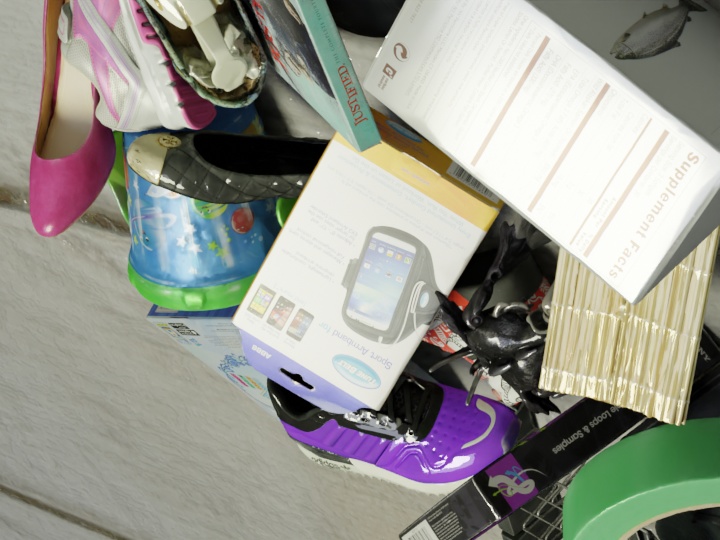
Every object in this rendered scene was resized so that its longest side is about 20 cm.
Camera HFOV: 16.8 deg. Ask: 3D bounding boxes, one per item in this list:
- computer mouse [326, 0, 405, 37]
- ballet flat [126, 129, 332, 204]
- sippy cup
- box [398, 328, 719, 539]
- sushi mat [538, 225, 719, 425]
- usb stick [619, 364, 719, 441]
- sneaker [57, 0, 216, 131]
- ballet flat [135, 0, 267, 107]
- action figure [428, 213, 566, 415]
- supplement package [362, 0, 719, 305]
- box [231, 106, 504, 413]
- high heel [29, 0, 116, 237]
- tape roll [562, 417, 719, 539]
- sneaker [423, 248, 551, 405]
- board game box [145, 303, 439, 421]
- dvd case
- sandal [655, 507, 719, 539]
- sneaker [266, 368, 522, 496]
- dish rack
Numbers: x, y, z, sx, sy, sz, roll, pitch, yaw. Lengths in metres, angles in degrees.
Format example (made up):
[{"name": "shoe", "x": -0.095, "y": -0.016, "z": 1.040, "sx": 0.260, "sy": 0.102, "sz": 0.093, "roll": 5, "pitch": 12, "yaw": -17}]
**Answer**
[{"name": "computer mouse", "x": -0.026, "y": -0.218, "z": 1.491, "sx": 0.138, "sy": 0.053, "sz": 0.201, "roll": 13, "pitch": 138, "yaw": 45}, {"name": "ballet flat", "x": -0.058, "y": -0.078, "z": 1.646, "sx": 0.199, "sy": 0.067, "sz": 0.057, "roll": 4, "pitch": 130, "yaw": -2}, {"name": "sippy cup", "x": -0.113, "y": -0.061, "z": 1.754, "sx": 0.177, "sy": 0.140, "sz": 0.131, "roll": -4, "pitch": 123, "yaw": 11}, {"name": "box", "x": 0.129, "y": 0.114, "z": 1.568, "sx": 0.036, "sy": 0.199, "sz": 0.143, "roll": 56, "pitch": 153, "yaw": 7}, {"name": "sushi mat", "x": 0.163, "y": -0.010, "z": 1.434, "sx": 0.095, "sy": 0.012, "sz": 0.201, "roll": 17, "pitch": 113, "yaw": 23}, {"name": "usb stick", "x": 0.226, "y": 0.100, "z": 1.590, "sx": 0.055, "sy": 0.033, "sz": 0.200, "roll": 34, "pitch": 152, "yaw": -3}, {"name": "sneaker", "x": -0.171, "y": -0.180, "z": 1.645, "sx": 0.088, "sy": 0.081, "sz": 0.201, "roll": -18, "pitch": 91, "yaw": 25}, {"name": "ballet flat", "x": -0.104, "y": -0.169, "z": 1.537, "sx": 0.074, "sy": 0.074, "sz": 0.200, "roll": 29, "pitch": 166, "yaw": 29}, {"name": "action figure", "x": 0.131, "y": 0.020, "z": 1.548, "sx": 0.119, "sy": 0.102, "sz": 0.200, "roll": 48, "pitch": 137, "yaw": -11}, {"name": "supplement package", "x": 0.125, "y": -0.101, "z": 1.339, "sx": 0.200, "sy": 0.117, "sz": 0.118, "roll": 39, "pitch": 129, "yaw": 11}, {"name": "box", "x": 0.000, "y": 0.000, "z": 1.617, "sx": 0.119, "sy": 0.042, "sz": 0.201, "roll": 31, "pitch": 120, "yaw": 1}, {"name": "high heel", "x": -0.209, "y": -0.128, "z": 1.700, "sx": 0.067, "sy": 0.201, "sz": 0.096, "roll": 9, "pitch": 162, "yaw": 32}, {"name": "tape roll", "x": 0.229, "y": 0.170, "z": 1.549, "sx": 0.199, "sy": 0.048, "sz": 0.201, "roll": 2, "pitch": 141, "yaw": 2}, {"name": "sneaker", "x": 0.067, "y": 0.042, "z": 1.698, "sx": 0.201, "sy": 0.067, "sz": 0.108, "roll": -1, "pitch": 125, "yaw": 51}, {"name": "board game box", "x": -0.035, "y": 0.076, "z": 1.856, "sx": 0.199, "sy": 0.044, "sz": 0.199, "roll": 41, "pitch": 157, "yaw": -29}, {"name": "dvd case", "x": -0.058, "y": -0.174, "z": 1.550, "sx": 0.200, "sy": 0.022, "sz": 0.146, "roll": 49, "pitch": 166, "yaw": 51}, {"name": "sandal", "x": 0.251, "y": 0.177, "z": 1.645, "sx": 0.075, "sy": 0.048, "sz": 0.201, "roll": 44, "pitch": 154, "yaw": 4}, {"name": "sneaker", "x": 0.013, "y": 0.099, "z": 1.704, "sx": 0.199, "sy": 0.070, "sz": 0.100, "roll": 3, "pitch": 144, "yaw": 37}, {"name": "dish rack", "x": 0.167, "y": 0.187, "z": 1.752, "sx": 0.200, "sy": 0.055, "sz": 0.154, "roll": 28, "pitch": 149, "yaw": 42}]
